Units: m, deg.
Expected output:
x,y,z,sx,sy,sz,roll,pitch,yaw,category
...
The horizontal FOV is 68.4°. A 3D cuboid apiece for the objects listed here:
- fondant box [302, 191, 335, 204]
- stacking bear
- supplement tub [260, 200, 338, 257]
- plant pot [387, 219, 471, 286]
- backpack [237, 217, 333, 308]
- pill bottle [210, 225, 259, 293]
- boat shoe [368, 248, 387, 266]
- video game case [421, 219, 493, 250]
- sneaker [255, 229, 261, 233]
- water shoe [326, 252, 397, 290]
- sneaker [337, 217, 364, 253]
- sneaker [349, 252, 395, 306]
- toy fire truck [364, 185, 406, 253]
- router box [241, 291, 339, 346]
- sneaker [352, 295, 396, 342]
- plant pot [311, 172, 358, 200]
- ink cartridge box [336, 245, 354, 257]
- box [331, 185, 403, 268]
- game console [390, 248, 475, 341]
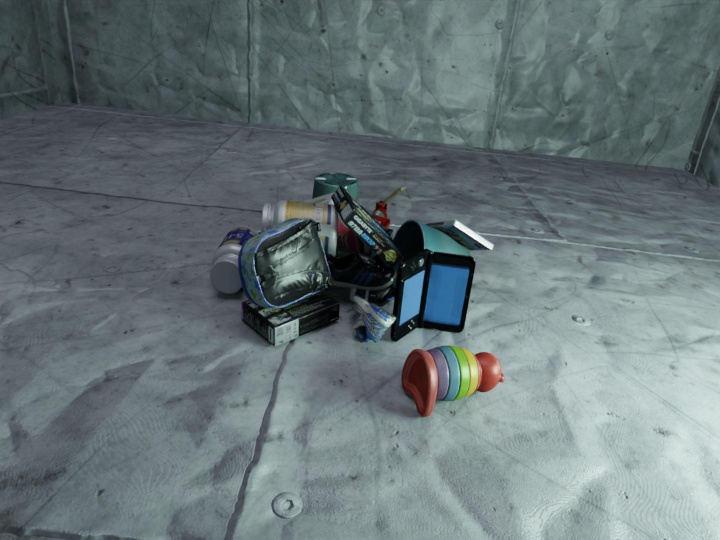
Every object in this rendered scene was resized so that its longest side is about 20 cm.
x,y,z,sx,sy,sz,roll,pitch,yaw,category
-0.161,-0.158,1.548,0.193,0.060,0.145,-16,22,15,fondant box
0.198,0.210,1.073,0.193,0.118,0.122,0,26,-22,stacking bear
-0.158,-0.105,1.385,0.192,0.149,0.146,4,25,-5,supplement tub
0.196,-0.018,1.438,0.182,0.206,0.201,10,22,-24,plant pot
-0.187,-0.012,1.229,0.144,0.190,0.197,2,21,46,backpack
-0.331,-0.027,1.414,0.115,0.124,0.202,5,26,-1,pill bottle
0.089,-0.048,1.615,0.196,0.087,0.068,4,12,-45,boat shoe
0.257,-0.094,1.463,0.140,0.018,0.199,29,-9,-21,video game case
-0.271,-0.091,1.611,0.195,0.073,0.107,-21,32,-33,sneaker
0.000,0.000,1.350,0.192,0.081,0.073,-1,43,-4,water shoe
-0.051,-0.091,1.487,0.084,0.076,0.200,-18,29,-18,sneaker
0.055,0.030,1.436,0.108,0.075,0.202,18,43,15,sneaker
0.068,-0.168,1.686,0.124,0.207,0.177,11,26,13,toy fire truck
-0.167,0.098,1.275,0.196,0.053,0.147,-18,33,-40,router box
0.011,0.117,1.247,0.076,0.087,0.199,29,-3,-16,sneaker
-0.084,-0.201,1.729,0.192,0.203,0.202,4,25,-2,plant pot
-0.114,-0.038,1.521,0.194,0.087,0.144,-12,32,-30,ink cartridge box
0.016,-0.113,1.372,0.199,0.046,0.160,42,13,-30,box
0.167,0.068,1.233,0.114,0.207,0.174,22,30,33,game console
